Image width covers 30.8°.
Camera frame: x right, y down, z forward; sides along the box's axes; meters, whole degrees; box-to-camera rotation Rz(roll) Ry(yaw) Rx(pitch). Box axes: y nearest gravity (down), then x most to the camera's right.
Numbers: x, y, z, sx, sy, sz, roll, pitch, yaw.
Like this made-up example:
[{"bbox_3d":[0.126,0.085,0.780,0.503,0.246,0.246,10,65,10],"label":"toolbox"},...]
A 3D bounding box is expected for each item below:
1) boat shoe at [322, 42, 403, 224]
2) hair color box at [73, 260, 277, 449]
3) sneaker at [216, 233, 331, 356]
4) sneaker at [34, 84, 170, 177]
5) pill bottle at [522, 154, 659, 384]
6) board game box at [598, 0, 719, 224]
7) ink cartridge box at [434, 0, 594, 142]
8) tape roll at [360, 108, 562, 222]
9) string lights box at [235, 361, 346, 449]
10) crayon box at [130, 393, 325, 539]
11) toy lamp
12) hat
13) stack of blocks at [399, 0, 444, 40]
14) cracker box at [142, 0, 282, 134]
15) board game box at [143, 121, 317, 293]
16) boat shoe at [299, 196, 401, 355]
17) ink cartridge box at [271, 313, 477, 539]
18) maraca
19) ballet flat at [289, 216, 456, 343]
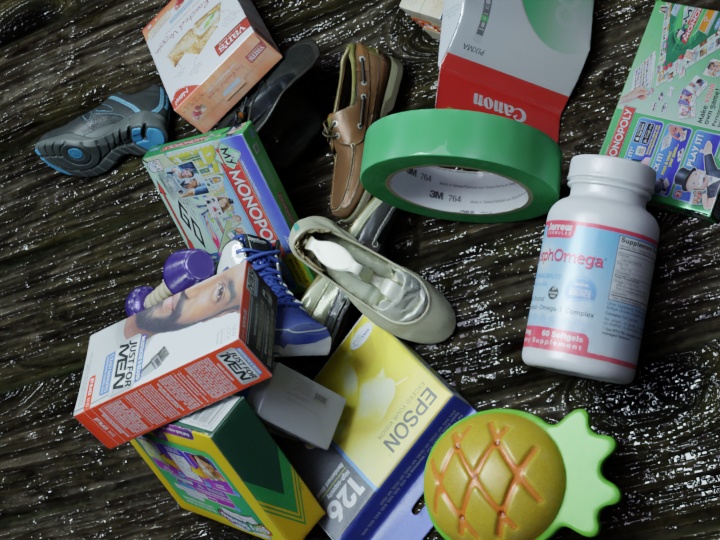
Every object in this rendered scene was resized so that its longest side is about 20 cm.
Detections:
[{"bbox_3d":[-0.012,-0.153,1.445,0.072,0.067,0.203,-20,54,58],"label":"boat shoe"},{"bbox_3d":[-0.179,0.083,1.276,0.198,0.064,0.112,-24,37,20],"label":"hair color box"},{"bbox_3d":[-0.107,0.023,1.362,0.199,0.080,0.117,15,102,56],"label":"sneaker"},{"bbox_3d":[-0.323,-0.177,1.664,0.197,0.073,0.083,-10,53,22],"label":"sneaker"},{"bbox_3d":[0.221,-0.001,1.232,0.108,0.108,0.203,8,84,32],"label":"pill bottle"},{"bbox_3d":[0.320,-0.159,1.282,0.133,0.029,0.202,19,85,35],"label":"board game box"},{"bbox_3d":[0.157,-0.218,1.324,0.050,0.159,0.203,-21,58,58],"label":"ink cartridge box"},{"bbox_3d":[0.099,-0.100,1.293,0.198,0.200,0.049,-1,74,30],"label":"tape roll"},{"bbox_3d":[-0.119,0.128,1.372,0.199,0.102,0.060,5,69,50],"label":"string lights box"},{"bbox_3d":[-0.153,0.191,1.343,0.199,0.173,0.058,8,49,47],"label":"crayon box"},{"bbox_3d":[-0.213,0.018,1.473,0.200,0.058,0.059,-26,56,60],"label":"toy lamp"},{"bbox_3d":[-0.097,-0.164,1.490,0.200,0.081,0.201,-41,19,18],"label":"hat"},{"bbox_3d":[0.129,-0.344,1.406,0.058,0.115,0.202,24,88,34],"label":"stack of blocks"},{"bbox_3d":[-0.183,-0.274,1.576,0.134,0.058,0.201,-42,42,12],"label":"cracker box"},{"bbox_3d":[-0.137,-0.057,1.434,0.133,0.202,0.029,-10,30,28],"label":"board game box"},{"bbox_3d":[0.000,0.000,1.407,0.066,0.072,0.202,34,86,9],"label":"boat shoe"},{"bbox_3d":[0.015,0.180,1.349,0.198,0.047,0.200,-52,54,6],"label":"ink cartridge box"},{"bbox_3d":[0.147,0.197,1.224,0.198,0.107,0.139,-11,76,28],"label":"maraca"},{"bbox_3d":[0.012,0.012,1.337,0.199,0.069,0.070,31,91,1],"label":"ballet flat"}]
